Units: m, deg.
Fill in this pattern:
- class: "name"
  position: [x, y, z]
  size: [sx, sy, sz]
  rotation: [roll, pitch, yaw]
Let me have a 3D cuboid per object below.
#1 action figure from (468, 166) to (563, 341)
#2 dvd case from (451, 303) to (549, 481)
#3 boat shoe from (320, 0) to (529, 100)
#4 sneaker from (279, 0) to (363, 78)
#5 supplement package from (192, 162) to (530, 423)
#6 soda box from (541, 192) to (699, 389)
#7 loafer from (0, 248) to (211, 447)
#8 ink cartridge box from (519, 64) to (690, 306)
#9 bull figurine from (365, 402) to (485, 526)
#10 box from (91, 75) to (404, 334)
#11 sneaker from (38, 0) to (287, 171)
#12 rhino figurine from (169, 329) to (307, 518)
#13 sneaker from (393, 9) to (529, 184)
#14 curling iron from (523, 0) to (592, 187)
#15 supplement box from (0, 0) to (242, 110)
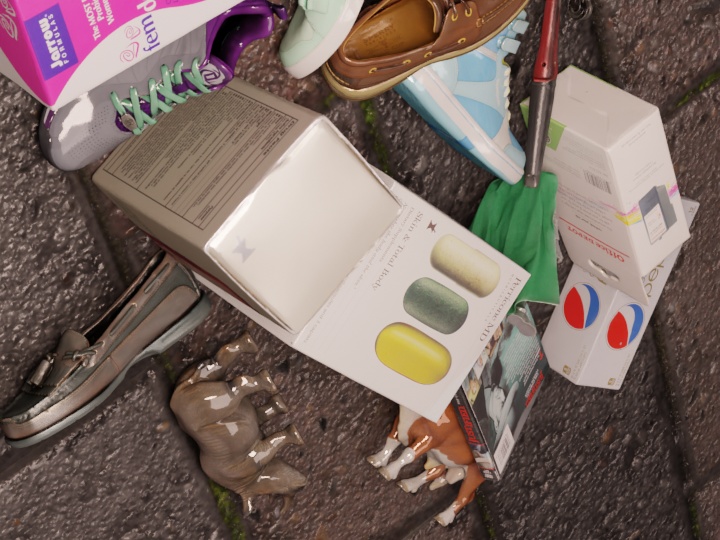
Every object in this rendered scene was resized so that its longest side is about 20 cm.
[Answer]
- class: "action figure"
  position: [0.134, -0.027, 1.782]
  size: [0.200, 0.118, 0.055]
  rotation: [-75, 147, -40]
- class: "dvd case"
  position: [0.115, 0.071, 1.857]
  size: [0.146, 0.022, 0.200]
  rotation: [-62, 142, -36]
- class: "boat shoe"
  position: [0.060, -0.202, 1.613]
  size: [0.200, 0.072, 0.068]
  rotation: [-32, 174, -9]
- class: "sneaker"
  position: [-0.045, -0.245, 1.550]
  size: [0.118, 0.074, 0.201]
  rotation: [19, 121, -18]
- class: "supplement package"
  position: [0.000, 0.000, 1.666]
  size: [0.200, 0.151, 0.152]
  rotation: [31, 92, -48]
- class: "soda box"
  position: [0.243, 0.010, 1.957]
  size: [0.068, 0.064, 0.200]
  rotation: [9, 108, -44]
- class: "loafer"
  position: [-0.206, 0.057, 1.589]
  size: [0.200, 0.072, 0.063]
  rotation: [-38, 115, -28]
- class: "ink cartridge box"
  position: [0.225, -0.074, 1.848]
  size: [0.067, 0.117, 0.200]
  rotation: [-39, 135, -18]
- class: "bull figurine"
  position: [0.069, 0.148, 1.885]
  size: [0.121, 0.065, 0.200]
  rotation: [-48, 135, -2]
- class: "box"
  position: [-0.085, -0.057, 1.507]
  size: [0.128, 0.200, 0.109]
  rotation: [-49, 125, -8]
- class: "sneaker"
  position: [-0.145, -0.142, 1.494]
  size: [0.200, 0.088, 0.074]
  rotation: [-47, 137, -10]
- class: "rhino figurine"
  position: [-0.097, 0.141, 1.730]
  size: [0.087, 0.060, 0.200]
  rotation: [-26, 133, -3]
- class: "sneaker"
  position: [0.110, -0.164, 1.720]
  size: [0.131, 0.080, 0.200]
  rotation: [-52, 138, -3]
- class: "curling iron"
  position: [0.165, -0.169, 1.767]
  size: [0.026, 0.050, 0.200]
  rotation: [6, 101, -44]
- class: "supplement box"
  position: [-0.169, -0.213, 1.421]
  size: [0.200, 0.103, 0.101]
  rotation: [-33, 134, -20]
